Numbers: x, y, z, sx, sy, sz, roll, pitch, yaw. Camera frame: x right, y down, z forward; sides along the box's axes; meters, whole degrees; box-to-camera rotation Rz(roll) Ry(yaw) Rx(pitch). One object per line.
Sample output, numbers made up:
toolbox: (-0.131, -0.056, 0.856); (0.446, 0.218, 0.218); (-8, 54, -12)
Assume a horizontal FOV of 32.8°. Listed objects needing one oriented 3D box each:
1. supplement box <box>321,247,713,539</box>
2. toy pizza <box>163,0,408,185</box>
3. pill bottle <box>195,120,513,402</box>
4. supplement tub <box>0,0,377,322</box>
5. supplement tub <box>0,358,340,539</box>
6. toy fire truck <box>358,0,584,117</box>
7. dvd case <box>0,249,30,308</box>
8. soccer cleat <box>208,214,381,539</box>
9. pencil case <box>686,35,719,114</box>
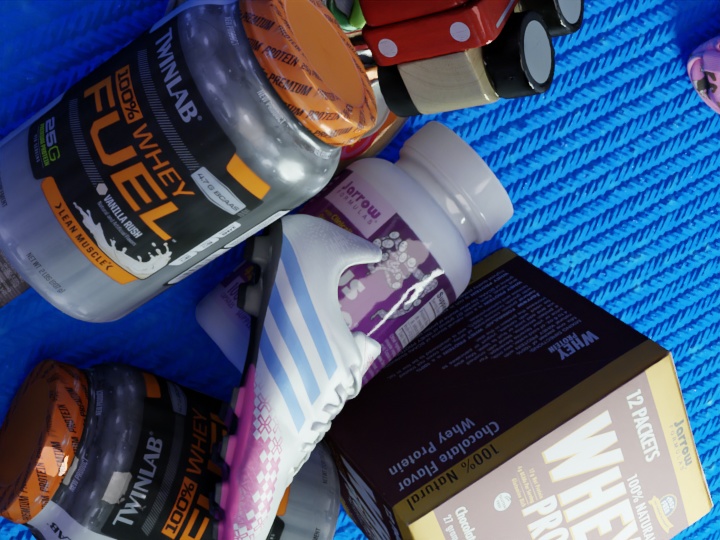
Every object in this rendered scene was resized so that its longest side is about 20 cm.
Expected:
supplement box: (0.088, 0.116, 0.825); (0.196, 0.200, 0.134); (-30, 120, -13)
toy pizza: (-0.028, -0.134, 0.749); (0.198, 0.032, 0.202); (-17, 126, -26)
pill bottle: (0.000, 0.000, 0.788); (0.200, 0.112, 0.113); (-43, 122, -6)
supplement tub: (-0.097, -0.067, 0.666); (0.199, 0.123, 0.123); (-31, 125, 21)
supplement tub: (-0.122, 0.134, 0.769); (0.199, 0.122, 0.123); (24, 98, -29)
toy fire truck: (0.064, -0.214, 0.688); (0.201, 0.128, 0.177); (62, 41, -30)
dvd case: (-0.286, -0.009, 0.698); (0.199, 0.016, 0.149); (-36, 122, -10)
soccer cleat: (-0.034, 0.071, 0.693); (0.085, 0.070, 0.202); (9, 95, -11)
pencil case: (0.334, -0.193, 0.900); (0.200, 0.087, 0.083); (-44, 91, -6)
